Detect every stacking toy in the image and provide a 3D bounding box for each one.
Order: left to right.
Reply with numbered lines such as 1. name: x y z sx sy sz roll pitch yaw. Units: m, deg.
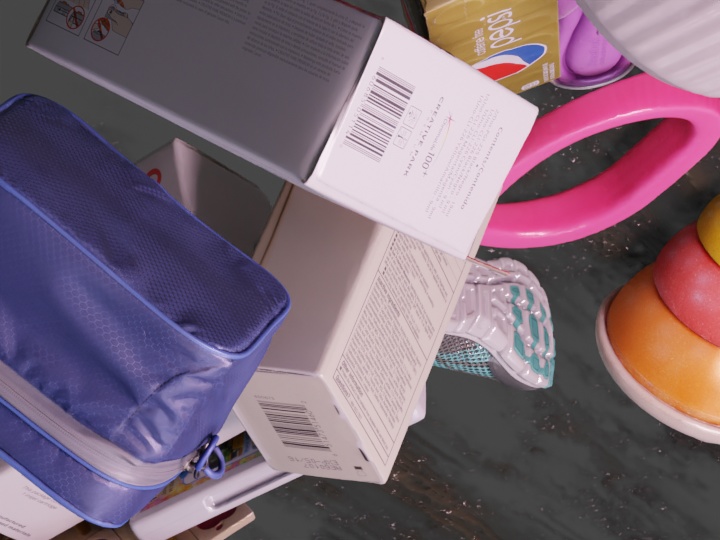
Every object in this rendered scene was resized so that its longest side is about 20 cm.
1. stacking toy: 0.242 -0.004 1.748 0.146 0.146 0.200 0 132 -28

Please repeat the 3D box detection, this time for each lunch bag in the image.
1. lunch bag: -0.139 0.029 1.369 0.132 0.200 0.136 -51 176 20

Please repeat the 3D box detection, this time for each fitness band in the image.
1. fitness band: 0.122 -0.061 1.621 0.143 0.038 0.200 -3 158 -29

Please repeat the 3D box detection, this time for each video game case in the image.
1. video game case: -0.044 0.052 1.612 0.182 0.200 0.024 -26 121 19

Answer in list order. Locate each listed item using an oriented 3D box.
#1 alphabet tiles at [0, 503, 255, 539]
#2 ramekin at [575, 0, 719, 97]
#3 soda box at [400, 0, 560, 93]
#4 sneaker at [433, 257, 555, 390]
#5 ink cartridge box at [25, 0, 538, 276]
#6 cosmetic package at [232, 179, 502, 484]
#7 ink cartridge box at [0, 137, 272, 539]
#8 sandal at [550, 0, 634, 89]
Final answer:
1. alphabet tiles: -0.142 0.123 1.629 0.166 0.200 0.006 -32 123 -12
2. ramekin: 0.170 -0.175 1.305 0.200 0.201 0.105 10 152 -40
3. soda box: 0.056 -0.136 1.389 0.067 0.064 0.200 -21 167 0
4. sneaker: 0.049 0.028 1.753 0.091 0.078 0.200 -14 153 31
5. ink cartridge box: -0.026 -0.085 1.350 0.175 0.200 0.084 25 91 -52
6. cosmetic package: 0.000 0.000 1.495 0.073 0.201 0.104 4 144 27
7. ink cartridge box: -0.141 0.040 1.574 0.200 0.147 0.084 -31 143 24
8. sandal: 0.131 -0.144 1.484 0.082 0.050 0.203 -15 154 -1
